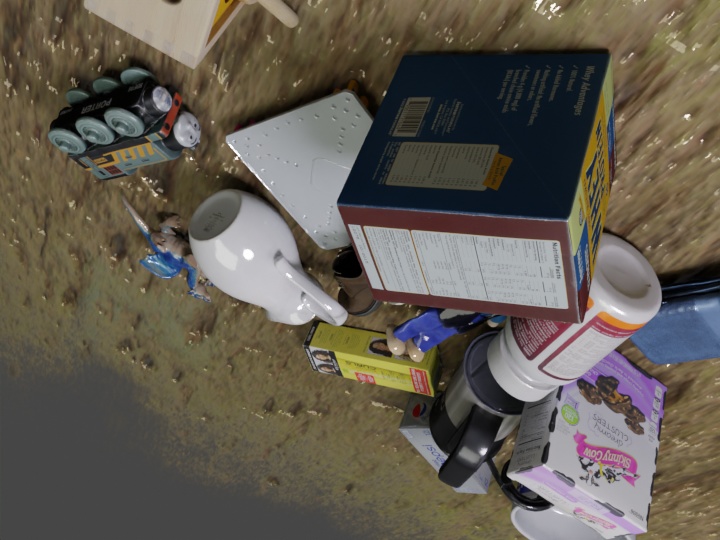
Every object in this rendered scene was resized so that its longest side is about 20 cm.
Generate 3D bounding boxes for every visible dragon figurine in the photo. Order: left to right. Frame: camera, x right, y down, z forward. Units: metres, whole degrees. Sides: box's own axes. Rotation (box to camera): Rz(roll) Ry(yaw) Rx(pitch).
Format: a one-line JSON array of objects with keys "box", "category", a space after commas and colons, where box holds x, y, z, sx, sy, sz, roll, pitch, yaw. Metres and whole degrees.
[{"box": [-0.273, -0.027, 1.201, 0.199, 0.059, 0.099, 32, 145, -15], "category": "dragon figurine"}]

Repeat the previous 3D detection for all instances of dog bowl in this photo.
[{"box": [0.349, 0.393, 1.378, 0.197, 0.079, 0.201, 16, 145, 11], "category": "dog bowl"}]

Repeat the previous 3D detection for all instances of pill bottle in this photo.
[{"box": [0.230, 0.058, 0.940, 0.109, 0.110, 0.200, 28, 136, -8], "category": "pill bottle"}]

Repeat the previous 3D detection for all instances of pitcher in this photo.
[{"box": [-0.112, -0.005, 1.069, 0.170, 0.122, 0.200, 16, 155, 42], "category": "pitcher"}]

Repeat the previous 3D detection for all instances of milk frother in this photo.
[{"box": [0.207, 0.212, 1.145, 0.197, 0.183, 0.189, 11, 148, -5], "category": "milk frother"}]

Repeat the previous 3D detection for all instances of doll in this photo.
[{"box": [0.130, 0.053, 1.054, 0.199, 0.049, 0.136, -31, 143, 33], "category": "doll"}]

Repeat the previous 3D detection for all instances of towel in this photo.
[{"box": [0.389, 0.049, 0.915, 0.198, 0.049, 0.112, -16, 130, 43], "category": "towel"}]

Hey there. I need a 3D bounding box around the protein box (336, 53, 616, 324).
[{"box": [0.115, -0.081, 0.766, 0.197, 0.200, 0.136, 6, 144, 24], "category": "protein box"}]

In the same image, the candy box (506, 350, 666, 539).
[{"box": [0.284, 0.197, 1.042, 0.167, 0.202, 0.071, 33, 145, -16], "category": "candy box"}]

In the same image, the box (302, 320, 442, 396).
[{"box": [0.018, 0.129, 1.245, 0.197, 0.051, 0.076, 9, 143, 20], "category": "box"}]

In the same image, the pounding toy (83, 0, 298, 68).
[{"box": [-0.111, -0.267, 0.689, 0.141, 0.185, 0.201, 28, 138, -6], "category": "pounding toy"}]

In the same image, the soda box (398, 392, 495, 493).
[{"box": [0.142, 0.279, 1.357, 0.063, 0.069, 0.200, -9, 135, 37], "category": "soda box"}]

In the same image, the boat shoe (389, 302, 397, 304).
[{"box": [0.088, -0.001, 1.008, 0.061, 0.074, 0.200, 9, 159, -20], "category": "boat shoe"}]

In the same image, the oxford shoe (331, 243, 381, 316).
[{"box": [0.000, 0.000, 1.041, 0.083, 0.074, 0.200, 11, 154, -14], "category": "oxford shoe"}]

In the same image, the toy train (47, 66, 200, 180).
[{"box": [-0.279, -0.168, 1.001, 0.198, 0.086, 0.114, -7, 148, 35], "category": "toy train"}]

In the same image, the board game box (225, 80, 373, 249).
[{"box": [-0.026, -0.112, 0.966, 0.198, 0.026, 0.200, -10, 134, 40], "category": "board game box"}]
